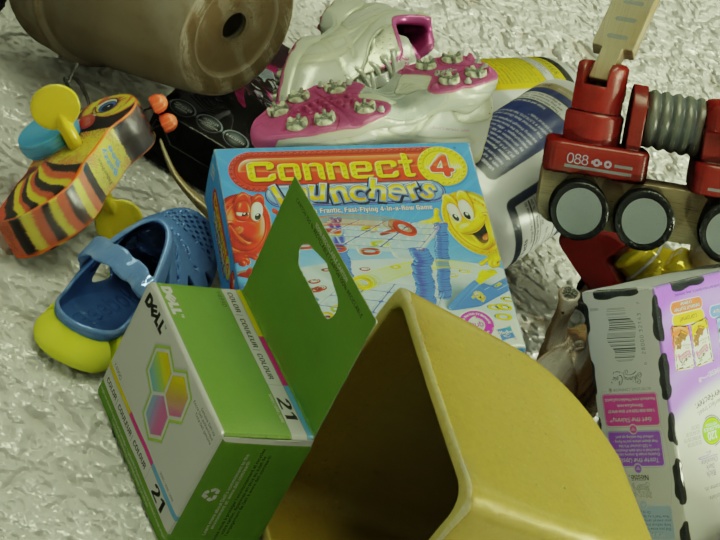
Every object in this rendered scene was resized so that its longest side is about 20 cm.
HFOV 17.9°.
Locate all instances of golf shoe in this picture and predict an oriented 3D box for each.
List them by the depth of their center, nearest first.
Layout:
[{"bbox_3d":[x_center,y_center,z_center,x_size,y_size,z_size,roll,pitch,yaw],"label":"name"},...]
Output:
[{"bbox_3d":[0.014,-0.101,1.726,0.198,0.092,0.075,-13,33,-16],"label":"golf shoe"},{"bbox_3d":[-0.005,-0.158,1.811,0.091,0.076,0.200,4,37,22],"label":"golf shoe"}]

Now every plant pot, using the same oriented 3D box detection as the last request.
[{"bbox_3d":[0.074,0.168,1.465,0.199,0.196,0.195,21,32,-29],"label":"plant pot"},{"bbox_3d":[-0.151,-0.226,1.790,0.199,0.201,0.173,-11,38,-45],"label":"plant pot"}]

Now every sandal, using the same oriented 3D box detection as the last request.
[{"bbox_3d":[-0.151,-0.002,1.613,0.079,0.087,0.200,30,30,7],"label":"sandal"}]

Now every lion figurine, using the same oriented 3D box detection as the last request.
[{"bbox_3d":[0.137,0.095,1.703,0.072,0.123,0.200,35,48,23],"label":"lion figurine"}]

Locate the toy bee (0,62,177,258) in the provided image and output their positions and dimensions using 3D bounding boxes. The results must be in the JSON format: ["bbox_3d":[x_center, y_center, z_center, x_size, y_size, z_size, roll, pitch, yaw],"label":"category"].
[{"bbox_3d":[-0.195,-0.096,1.668,0.131,0.108,0.201,48,35,-49],"label":"toy bee"}]

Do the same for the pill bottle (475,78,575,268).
[{"bbox_3d":[0.108,-0.063,1.830,0.199,0.111,0.111,-33,63,-28],"label":"pill bottle"}]

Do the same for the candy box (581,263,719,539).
[{"bbox_3d":[0.252,0.101,1.685,0.167,0.071,0.202,-10,93,-46],"label":"candy box"}]

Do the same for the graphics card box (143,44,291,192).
[{"bbox_3d":[-0.087,-0.123,1.863,0.125,0.051,0.200,32,34,3],"label":"graphics card box"}]

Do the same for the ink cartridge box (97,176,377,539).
[{"bbox_3d":[-0.084,0.057,1.474,0.075,0.201,0.148,4,39,-33],"label":"ink cartridge box"}]

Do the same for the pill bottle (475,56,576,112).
[{"bbox_3d":[0.095,-0.126,1.949,0.199,0.112,0.111,-6,46,-43],"label":"pill bottle"}]

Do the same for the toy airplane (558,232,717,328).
[{"bbox_3d":[0.274,0.028,1.843,0.198,0.142,0.201,10,34,-33],"label":"toy airplane"}]

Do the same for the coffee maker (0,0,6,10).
[{"bbox_3d":[-0.344,-0.206,1.703,0.191,0.135,0.201,16,35,-21],"label":"coffee maker"}]

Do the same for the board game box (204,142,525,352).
[{"bbox_3d":[0.000,0.000,1.635,0.198,0.056,0.197,-3,51,-14],"label":"board game box"}]

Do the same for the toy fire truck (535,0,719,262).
[{"bbox_3d":[0.233,-0.121,1.743,0.175,0.202,0.129,9,9,3],"label":"toy fire truck"}]

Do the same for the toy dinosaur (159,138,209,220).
[{"bbox_3d":[-0.079,-0.019,1.739,0.199,0.058,0.101,28,16,-14],"label":"toy dinosaur"}]
